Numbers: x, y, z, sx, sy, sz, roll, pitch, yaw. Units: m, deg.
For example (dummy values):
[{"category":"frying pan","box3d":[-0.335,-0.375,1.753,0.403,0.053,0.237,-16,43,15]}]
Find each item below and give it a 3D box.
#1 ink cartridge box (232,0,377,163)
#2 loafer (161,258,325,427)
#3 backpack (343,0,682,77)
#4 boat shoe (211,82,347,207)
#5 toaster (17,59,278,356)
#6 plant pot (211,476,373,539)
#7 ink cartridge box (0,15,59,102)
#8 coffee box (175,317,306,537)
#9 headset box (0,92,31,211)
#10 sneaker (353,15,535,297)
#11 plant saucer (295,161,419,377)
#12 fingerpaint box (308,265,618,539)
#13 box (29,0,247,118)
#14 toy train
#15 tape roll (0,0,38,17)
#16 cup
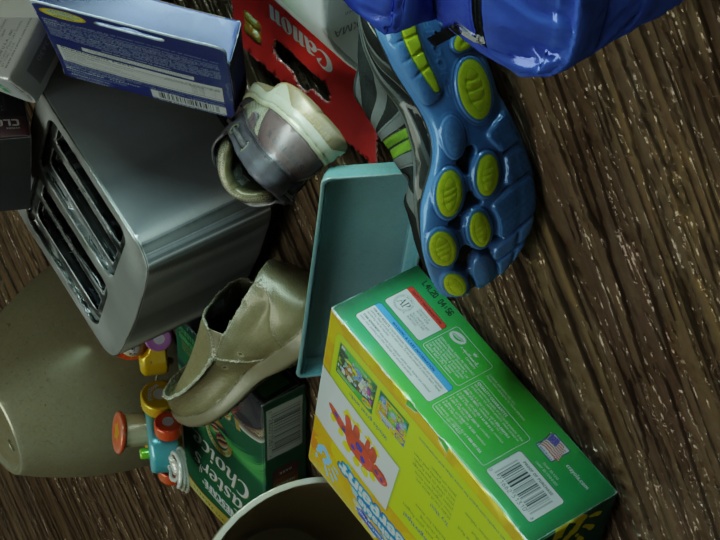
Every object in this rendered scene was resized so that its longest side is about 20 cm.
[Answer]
[{"category":"ink cartridge box","box3d":[-0.051,-0.171,1.254,0.161,0.050,0.200,44,147,35]},{"category":"loafer","box3d":[-0.082,0.045,1.471,0.067,0.076,0.200,47,135,-7]},{"category":"backpack","box3d":[0.053,-0.177,0.934,0.200,0.168,0.163,42,154,30]},{"category":"boat shoe","box3d":[-0.061,-0.072,1.320,0.072,0.065,0.200,51,171,-9]},{"category":"toaster","box3d":[-0.150,-0.051,1.491,0.200,0.118,0.181,56,155,13]},{"category":"plant pot","box3d":[-0.042,0.238,1.526,0.188,0.187,0.200,64,168,-2]},{"category":"ink cartridge box","box3d":[-0.270,-0.218,1.438,0.200,0.161,0.050,21,169,25]},{"category":"coffee box","box3d":[-0.091,0.127,1.636,0.123,0.044,0.200,44,149,34]},{"category":"headset box","box3d":[-0.312,-0.115,1.479,0.075,0.148,0.200,100,158,-47]},{"category":"sneaker","box3d":[0.043,-0.082,1.170,0.083,0.071,0.200,-142,33,-66]},{"category":"plant saucer","box3d":[0.000,0.000,1.323,0.200,0.070,0.019,100,162,-52]},{"category":"fingerpaint box","box3d":[0.058,0.126,1.319,0.200,0.073,0.167,49,150,28]},{"category":"box","box3d":[-0.132,-0.140,1.307,0.200,0.121,0.032,107,178,-84]},{"category":"toy train","box3d":[-0.169,0.073,1.639,0.150,0.055,0.201,157,108,-83]},{"category":"tape roll","box3d":[-0.219,-0.243,1.278,0.203,0.202,0.140,163,109,-64]},{"category":"cup","box3d":[-0.250,0.095,1.792,0.200,0.143,0.201,42,148,36]}]
